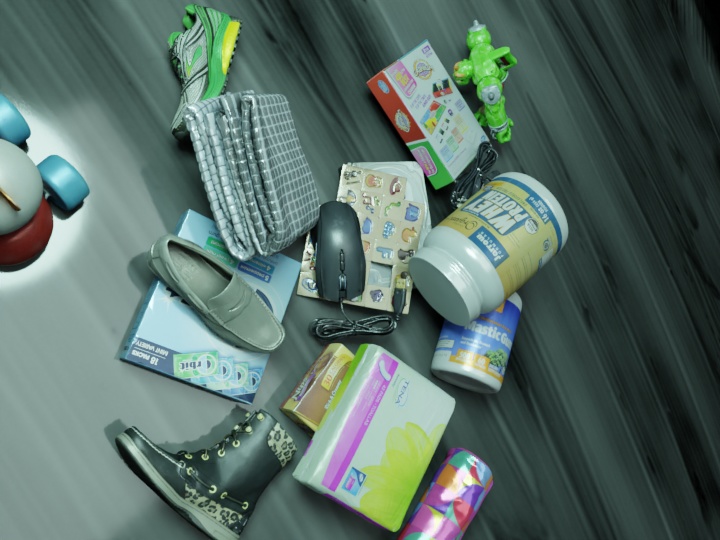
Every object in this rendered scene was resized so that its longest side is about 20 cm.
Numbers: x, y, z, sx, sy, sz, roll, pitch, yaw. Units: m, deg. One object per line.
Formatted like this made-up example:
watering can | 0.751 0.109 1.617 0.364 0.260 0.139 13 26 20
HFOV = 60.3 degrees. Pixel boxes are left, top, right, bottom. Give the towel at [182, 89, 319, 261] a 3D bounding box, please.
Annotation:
towel | -0.122 -0.128 0.781 0.166 0.085 0.201 -49 128 -66

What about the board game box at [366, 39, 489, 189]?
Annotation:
board game box | 0.115 -0.253 1.001 0.200 0.040 0.153 55 48 -12

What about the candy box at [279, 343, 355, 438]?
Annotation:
candy box | -0.004 0.212 0.879 0.200 0.056 0.117 45 65 -16

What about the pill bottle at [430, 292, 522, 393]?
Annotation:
pill bottle | 0.189 0.081 0.976 0.112 0.112 0.201 27 71 -24

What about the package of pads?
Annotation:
package of pads | 0.026 0.221 0.823 0.154 0.068 0.201 37 68 -20

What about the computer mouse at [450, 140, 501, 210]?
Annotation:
computer mouse | 0.225 -0.098 1.017 0.139 0.053 0.200 -58 133 -24

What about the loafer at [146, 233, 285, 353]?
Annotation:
loafer | -0.168 0.032 0.747 0.200 0.070 0.070 40 66 -19

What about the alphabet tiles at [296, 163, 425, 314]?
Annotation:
alphabet tiles | 0.005 -0.049 0.906 0.166 0.008 0.201 11 83 -9

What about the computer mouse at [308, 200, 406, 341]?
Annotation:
computer mouse | 0.000 0.000 0.874 0.140 0.046 0.201 2 85 -9

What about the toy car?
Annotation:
toy car | -0.384 -0.093 0.616 0.177 0.200 0.184 49 63 -15

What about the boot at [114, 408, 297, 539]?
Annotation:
boot | -0.182 0.222 0.764 0.154 0.073 0.204 -49 114 -28

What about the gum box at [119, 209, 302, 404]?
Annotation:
gum box | -0.186 0.049 0.801 0.169 0.044 0.201 27 71 -24

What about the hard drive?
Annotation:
hard drive | 0.046 -0.067 0.957 0.139 0.038 0.201 -6 87 -30

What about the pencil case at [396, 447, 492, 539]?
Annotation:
pencil case | 0.122 0.364 0.914 0.088 0.088 0.200 43 65 -18

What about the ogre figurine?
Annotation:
ogre figurine | 0.211 -0.326 1.032 0.120 0.098 0.201 34 64 -67

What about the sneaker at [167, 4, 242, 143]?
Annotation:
sneaker | -0.219 -0.258 0.817 0.085 0.078 0.201 16 66 -20

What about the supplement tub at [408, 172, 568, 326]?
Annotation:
supplement tub | 0.181 -0.030 0.888 0.200 0.145 0.145 -39 103 -17
